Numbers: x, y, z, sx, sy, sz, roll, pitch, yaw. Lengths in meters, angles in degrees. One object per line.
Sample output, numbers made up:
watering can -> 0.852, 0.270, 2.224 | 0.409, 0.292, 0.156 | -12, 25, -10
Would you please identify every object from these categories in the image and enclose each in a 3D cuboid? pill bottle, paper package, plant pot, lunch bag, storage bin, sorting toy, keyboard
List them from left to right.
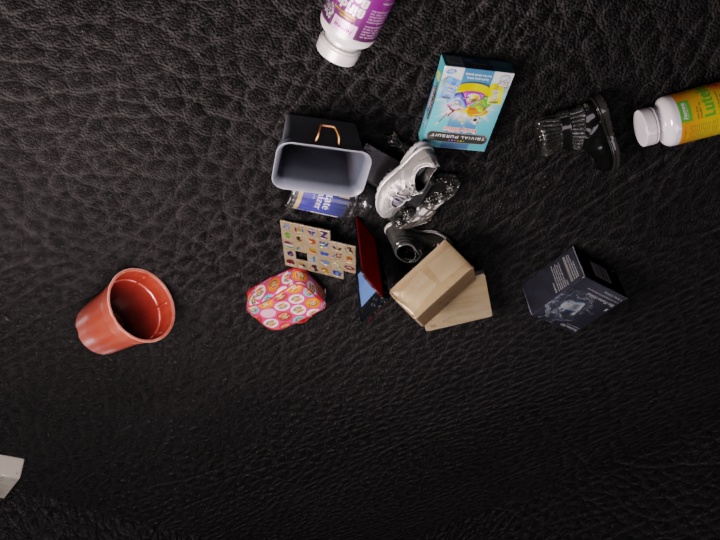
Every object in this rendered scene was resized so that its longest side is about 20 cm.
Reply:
plant pot -> -0.633, 0.122, 1.702 | 0.195, 0.202, 0.201 | -24, 137, 31
lunch bag -> -0.198, 0.089, 1.793 | 0.199, 0.082, 0.176 | -25, 136, 18
storage bin -> -0.085, -0.262, 1.373 | 0.199, 0.135, 0.146 | 4, 138, -14
pill bottle -> -0.069, -0.182, 1.483 | 0.199, 0.112, 0.112 | 10, 136, -19
pill bottle -> -0.006, -0.475, 1.160 | 0.112, 0.113, 0.200 | 13, 134, -21
keyboard -> 0.084, -0.237, 1.478 | 0.199, 0.021, 0.127 | 26, 107, -26
paper package -> 0.189, 0.037, 1.660 | 0.200, 0.104, 0.191 | -43, 164, 1
sorting toy -> 0.262, 0.070, 1.846 | 0.199, 0.070, 0.199 | -14, 138, 8
pill bottle -> 0.715, -0.338, 1.416 | 0.199, 0.111, 0.111 | -14, 138, 8

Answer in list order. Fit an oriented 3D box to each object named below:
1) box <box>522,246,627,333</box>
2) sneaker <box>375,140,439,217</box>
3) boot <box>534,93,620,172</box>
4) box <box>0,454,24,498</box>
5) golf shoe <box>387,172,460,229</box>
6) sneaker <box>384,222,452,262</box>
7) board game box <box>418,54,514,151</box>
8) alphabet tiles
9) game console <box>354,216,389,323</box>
box -> 0.612, 0.061, 1.851 | 0.196, 0.118, 0.200 | 22, 132, -29
sneaker -> 0.101, -0.188, 1.430 | 0.074, 0.082, 0.200 | 7, 131, -36
boot -> 0.490, -0.286, 1.465 | 0.157, 0.080, 0.212 | -25, 125, 10
box -> -1.338, 0.770, 2.405 | 0.095, 0.078, 0.200 | 25, 130, -31
golf shoe -> 0.162, -0.167, 1.577 | 0.199, 0.078, 0.094 | -29, 156, 21
sneaker -> 0.156, -0.056, 1.667 | 0.199, 0.100, 0.071 | 14, 133, -24
board game box -> 0.222, -0.353, 1.379 | 0.150, 0.047, 0.201 | 3, 138, -11
alphabet tiles -> -0.106, -0.049, 1.651 | 0.199, 0.008, 0.168 | 13, 139, 11
game console -> 0.000, 0.000, 1.631 | 0.118, 0.201, 0.172 | 19, 133, -26
